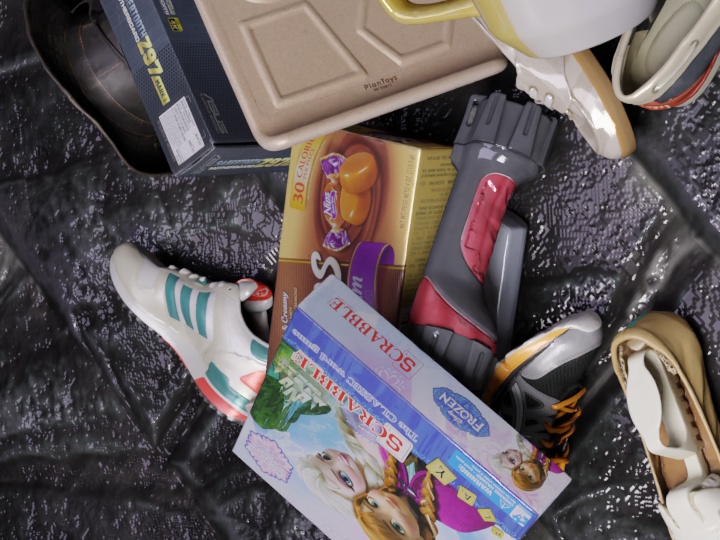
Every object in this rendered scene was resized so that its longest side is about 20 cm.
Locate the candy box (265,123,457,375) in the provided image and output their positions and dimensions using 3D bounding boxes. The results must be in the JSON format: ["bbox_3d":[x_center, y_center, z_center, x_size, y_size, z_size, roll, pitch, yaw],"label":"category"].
[{"bbox_3d":[0.000,0.000,1.203,0.117,0.056,0.200,17,104,36],"label":"candy box"}]

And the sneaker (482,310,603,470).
[{"bbox_3d":[0.115,0.106,1.158,0.077,0.078,0.200,46,129,20],"label":"sneaker"}]

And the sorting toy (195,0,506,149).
[{"bbox_3d":[-0.020,-0.191,1.174,0.036,0.185,0.200,110,137,-67],"label":"sorting toy"}]

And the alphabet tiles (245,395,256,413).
[{"bbox_3d":[0.003,0.154,1.219,0.200,0.015,0.196,19,140,36],"label":"alphabet tiles"}]

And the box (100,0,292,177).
[{"bbox_3d":[-0.104,-0.167,1.246,0.051,0.158,0.200,-33,74,36],"label":"box"}]

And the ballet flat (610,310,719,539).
[{"bbox_3d":[0.206,0.125,1.089,0.069,0.063,0.200,-27,78,38],"label":"ballet flat"}]

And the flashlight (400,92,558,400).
[{"bbox_3d":[0.081,-0.016,1.126,0.068,0.068,0.200,1,66,53],"label":"flashlight"}]

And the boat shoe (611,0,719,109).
[{"bbox_3d":[0.212,-0.193,1.050,0.071,0.063,0.200,35,114,33],"label":"boat shoe"}]

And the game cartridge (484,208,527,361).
[{"bbox_3d":[0.031,-0.005,1.235,0.200,0.040,0.134,16,109,36],"label":"game cartridge"}]

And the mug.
[{"bbox_3d":[0.102,-0.214,1.024,0.186,0.149,0.153,10,129,59],"label":"mug"}]

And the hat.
[{"bbox_3d":[-0.165,-0.165,1.289,0.081,0.201,0.201,-34,72,16],"label":"hat"}]

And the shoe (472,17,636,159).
[{"bbox_3d":[0.111,-0.147,1.121,0.053,0.070,0.200,-34,73,2],"label":"shoe"}]

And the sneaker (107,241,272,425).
[{"bbox_3d":[-0.116,0.030,1.348,0.093,0.070,0.200,-49,62,12],"label":"sneaker"}]

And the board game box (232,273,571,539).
[{"bbox_3d":[0.019,0.128,1.122,0.200,0.041,0.200,40,144,11],"label":"board game box"}]
